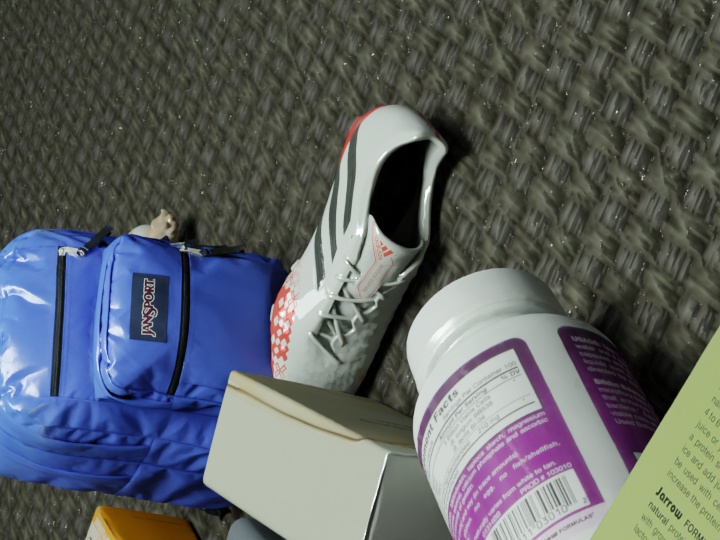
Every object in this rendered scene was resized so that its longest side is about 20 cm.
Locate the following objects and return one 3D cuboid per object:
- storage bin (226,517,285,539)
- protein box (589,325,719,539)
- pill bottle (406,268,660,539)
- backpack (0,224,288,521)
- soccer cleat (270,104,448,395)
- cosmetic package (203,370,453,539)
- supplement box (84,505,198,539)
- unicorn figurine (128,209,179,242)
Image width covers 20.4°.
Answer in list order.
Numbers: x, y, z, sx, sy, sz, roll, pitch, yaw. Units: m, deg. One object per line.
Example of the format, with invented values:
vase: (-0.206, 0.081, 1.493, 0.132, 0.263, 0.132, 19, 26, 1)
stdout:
storage bin: (-0.053, 0.238, 1.123, 0.134, 0.144, 0.202, -140, 66, -70)
protein box: (0.199, 0.114, 0.683, 0.201, 0.134, 0.199, -61, 32, 14)
pill bottle: (0.089, 0.092, 0.937, 0.113, 0.111, 0.201, -60, 33, 28)
backpack: (-0.149, 0.048, 1.268, 0.168, 0.198, 0.164, 126, 147, -56)
soccer cleat: (0.000, 0.000, 1.182, 0.085, 0.068, 0.202, 27, 99, 65)
cosmetic package: (0.002, 0.116, 1.094, 0.200, 0.103, 0.074, 18, 94, 60)
supplement box: (-0.162, 0.280, 1.355, 0.126, 0.073, 0.202, 45, 119, 58)
unicorn figurine: (-0.188, 0.017, 1.523, 0.199, 0.074, 0.138, -28, 45, 38)
